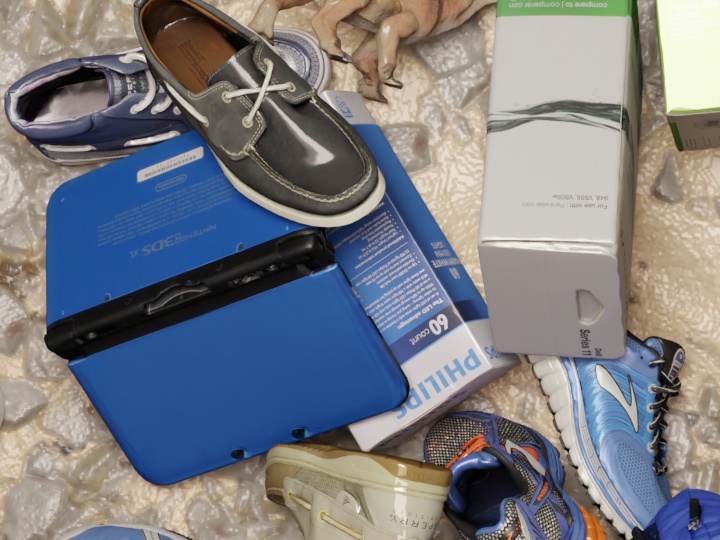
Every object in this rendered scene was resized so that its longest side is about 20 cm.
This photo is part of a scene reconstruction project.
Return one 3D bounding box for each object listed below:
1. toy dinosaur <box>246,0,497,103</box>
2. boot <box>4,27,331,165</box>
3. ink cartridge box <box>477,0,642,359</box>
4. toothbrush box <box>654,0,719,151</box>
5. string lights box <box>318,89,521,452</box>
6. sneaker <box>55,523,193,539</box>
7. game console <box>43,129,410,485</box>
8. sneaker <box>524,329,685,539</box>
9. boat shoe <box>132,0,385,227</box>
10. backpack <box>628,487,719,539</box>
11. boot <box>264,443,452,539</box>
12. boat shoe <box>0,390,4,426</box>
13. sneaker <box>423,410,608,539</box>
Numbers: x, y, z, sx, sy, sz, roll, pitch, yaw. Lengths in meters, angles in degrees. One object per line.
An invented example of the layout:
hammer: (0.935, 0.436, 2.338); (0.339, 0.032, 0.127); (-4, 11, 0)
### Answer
toy dinosaur: (0.008, -0.185, 1.741); (0.200, 0.086, 0.136); (23, 83, -35)
boot: (-0.119, -0.110, 1.775); (0.200, 0.090, 0.073); (-16, 82, 6)
ink cartridge box: (0.120, -0.066, 1.677); (0.083, 0.147, 0.200); (1, 61, 8)
toothbrush box: (0.218, -0.183, 1.707); (0.086, 0.146, 0.201); (-5, 84, 8)
string lights box: (0.000, 0.000, 1.751); (0.103, 0.059, 0.200); (-34, 80, 19)
sneaker: (-0.105, 0.208, 1.747); (0.200, 0.077, 0.076); (20, 89, 11)
game console: (-0.083, 0.013, 1.747); (0.200, 0.118, 0.171); (-20, 55, 25)
sneaker: (0.162, 0.082, 1.722); (0.089, 0.079, 0.200); (-24, 81, 7)
boat shoe: (-0.064, -0.096, 1.670); (0.072, 0.068, 0.200); (-40, 59, -11)
backpack: (0.213, 0.202, 1.584); (0.162, 0.200, 0.168); (37, 102, 1)
boot: (-0.016, 0.183, 1.681); (0.072, 0.200, 0.155); (12, 84, -23)
boat shoe: (-0.328, 0.086, 1.799); (0.200, 0.062, 0.075); (7, 87, 9)
sneaker: (0.080, 0.127, 1.681); (0.078, 0.200, 0.075); (36, 93, -26)
